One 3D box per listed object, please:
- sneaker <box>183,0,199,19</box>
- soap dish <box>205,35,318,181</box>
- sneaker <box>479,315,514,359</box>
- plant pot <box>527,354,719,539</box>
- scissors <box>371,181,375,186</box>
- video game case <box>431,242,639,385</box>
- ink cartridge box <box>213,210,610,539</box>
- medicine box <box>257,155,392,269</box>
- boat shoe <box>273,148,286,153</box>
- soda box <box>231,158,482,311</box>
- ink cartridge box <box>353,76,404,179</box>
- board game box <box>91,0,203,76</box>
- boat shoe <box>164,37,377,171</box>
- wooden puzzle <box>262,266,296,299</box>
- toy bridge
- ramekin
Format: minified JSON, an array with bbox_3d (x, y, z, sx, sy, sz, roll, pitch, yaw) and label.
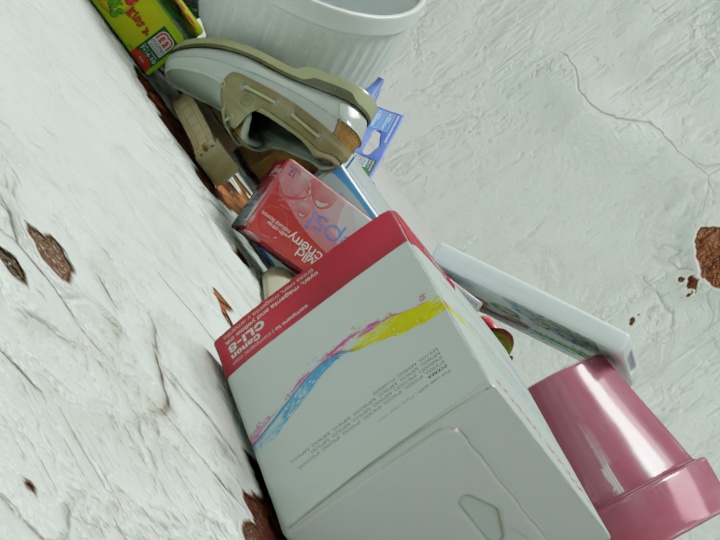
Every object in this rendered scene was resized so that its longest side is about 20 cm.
[{"bbox_3d":[-0.236,-0.329,1.953,0.201,0.077,0.086,59,-9,-26],"label":"sneaker"},{"bbox_3d":[-0.085,-0.145,1.976,0.157,0.081,0.201,47,10,-51],"label":"soap dish"},{"bbox_3d":[0.110,0.090,1.899,0.078,0.090,0.200,54,7,-17],"label":"sneaker"},{"bbox_3d":[0.209,0.185,1.783,0.180,0.199,0.200,61,7,12],"label":"plant pot"},{"bbox_3d":[0.013,-0.069,1.942,0.201,0.014,0.074,-112,-174,-55],"label":"scissors"},{"bbox_3d":[0.169,0.044,1.854,0.199,0.024,0.182,27,-6,16],"label":"video game case"},{"bbox_3d":[0.026,0.097,1.137,0.146,0.144,0.200,51,6,-32],"label":"ink cartridge box"},{"bbox_3d":[0.000,0.000,1.715,0.183,0.103,0.200,54,6,-4],"label":"medicine box"},{"bbox_3d":[-0.082,-0.175,1.790,0.076,0.072,0.201,30,37,-27],"label":"boat shoe"},{"bbox_3d":[-0.003,-0.005,1.569,0.199,0.070,0.063,36,-5,-12],"label":"soda box"},{"bbox_3d":[-0.058,-0.170,1.865,0.199,0.042,0.120,28,41,1],"label":"ink cartridge box"},{"bbox_3d":[-0.197,-0.240,1.779,0.102,0.047,0.200,53,6,-9],"label":"board game box"},{"bbox_3d":[-0.087,-0.139,1.630,0.198,0.069,0.075,17,-20,27],"label":"boat shoe"},{"bbox_3d":[-0.001,0.092,1.496,0.201,0.037,0.185,53,6,-16],"label":"wooden puzzle"},{"bbox_3d":[-0.137,-0.129,1.725,0.067,0.027,0.200,51,7,-16],"label":"toy bridge"},{"bbox_3d":[-0.050,-0.239,1.716,0.198,0.106,0.201,19,34,-13],"label":"ramekin"}]
